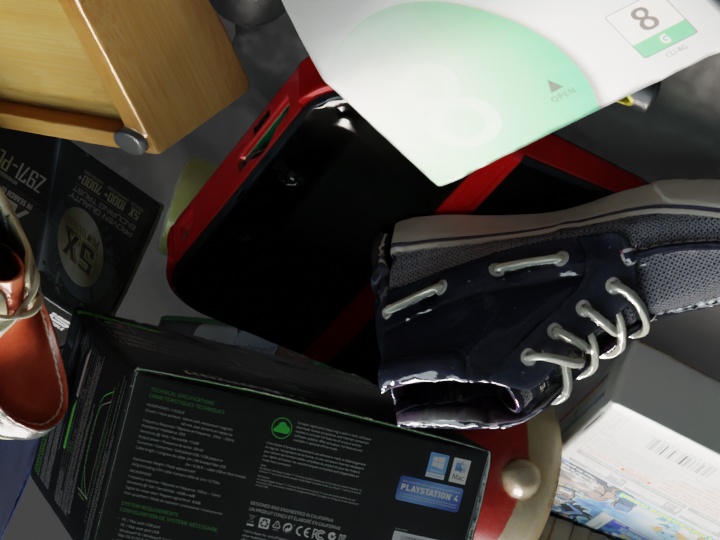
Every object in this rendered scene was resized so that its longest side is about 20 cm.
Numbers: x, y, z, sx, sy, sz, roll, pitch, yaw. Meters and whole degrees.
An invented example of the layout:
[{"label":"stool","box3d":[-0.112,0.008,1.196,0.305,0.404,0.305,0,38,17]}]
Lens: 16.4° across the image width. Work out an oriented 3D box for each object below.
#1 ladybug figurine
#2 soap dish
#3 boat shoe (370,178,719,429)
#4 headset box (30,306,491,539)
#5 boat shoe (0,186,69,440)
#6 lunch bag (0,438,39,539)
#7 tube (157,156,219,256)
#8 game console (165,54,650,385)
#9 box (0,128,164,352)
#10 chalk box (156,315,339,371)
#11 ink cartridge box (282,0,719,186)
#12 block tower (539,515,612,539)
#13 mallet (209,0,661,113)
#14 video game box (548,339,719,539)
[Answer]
[{"label":"ladybug figurine","box3d":[0.044,0.119,1.303,0.072,0.137,0.200,22,157,-11]},{"label":"soap dish","box3d":[-0.164,-0.129,1.102,0.199,0.082,0.158,11,149,25]},{"label":"boat shoe","box3d":[0.098,0.022,1.097,0.199,0.093,0.075,-8,140,19]},{"label":"headset box","box3d":[-0.055,0.092,1.196,0.173,0.093,0.200,14,-177,-16]},{"label":"boat shoe","box3d":[-0.179,-0.003,1.142,0.062,0.071,0.201,1,125,39]},{"label":"lunch bag","box3d":[-0.247,0.076,1.271,0.131,0.137,0.200,17,150,7]},{"label":"tube","box3d":[0.000,0.000,1.239,0.199,0.052,0.058,20,-174,1]},{"label":"game console","box3d":[0.018,-0.016,1.163,0.176,0.031,0.200,22,141,-19]},{"label":"box","box3d":[-0.232,-0.033,1.311,0.200,0.087,0.163,36,149,-21]},{"label":"chalk box","box3d":[-0.062,0.110,1.385,0.124,0.124,0.200,5,147,30]},{"label":"ink cartridge box","box3d":[0.030,-0.132,0.953,0.160,0.050,0.200,-25,129,37]},{"label":"block tower","box3d":[0.159,0.189,1.332,0.199,0.058,0.054,19,154,8]},{"label":"mallet","box3d":[0.027,-0.102,1.055,0.199,0.041,0.066,24,151,-7]},{"label":"video game box","box3d":[0.190,0.126,1.307,0.199,0.047,0.182,27,150,-6]}]
